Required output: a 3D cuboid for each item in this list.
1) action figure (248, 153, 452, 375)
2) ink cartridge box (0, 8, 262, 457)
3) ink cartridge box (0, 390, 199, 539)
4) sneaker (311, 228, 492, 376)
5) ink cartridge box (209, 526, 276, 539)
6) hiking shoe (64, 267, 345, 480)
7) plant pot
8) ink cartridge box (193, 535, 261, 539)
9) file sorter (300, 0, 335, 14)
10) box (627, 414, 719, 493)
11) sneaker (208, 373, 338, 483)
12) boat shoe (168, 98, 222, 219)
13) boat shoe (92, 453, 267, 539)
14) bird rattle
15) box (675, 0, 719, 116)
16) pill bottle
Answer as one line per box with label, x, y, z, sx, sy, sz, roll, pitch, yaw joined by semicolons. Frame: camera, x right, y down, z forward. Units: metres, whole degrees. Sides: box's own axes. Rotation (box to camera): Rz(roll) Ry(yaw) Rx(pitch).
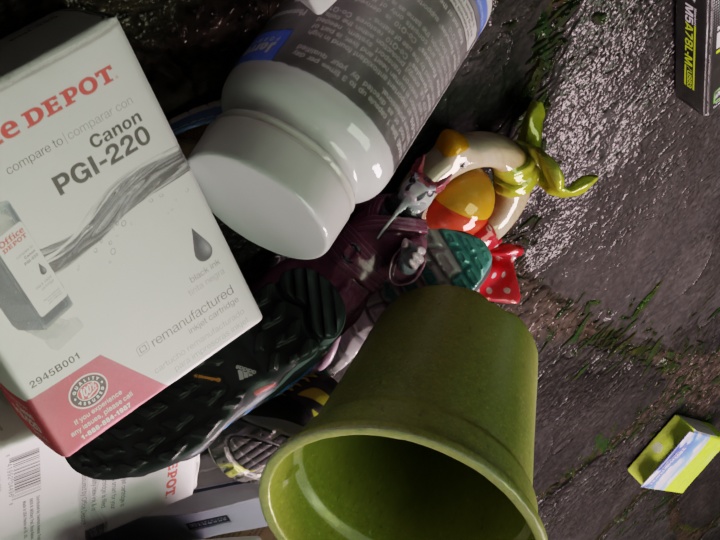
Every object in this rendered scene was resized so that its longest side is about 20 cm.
action figure;0.000;0.000;0.855;0.200;0.134;0.149;-43;148;3
ink cartridge box;-0.164;-0.023;0.622;0.146;0.085;0.200;-36;118;-22
ink cartridge box;-0.218;0.126;0.804;0.200;0.084;0.145;-18;139;-32
sneaker;0.033;0.021;0.944;0.200;0.078;0.091;-29;169;32
ink cartridge box;-0.103;0.289;1.033;0.075;0.165;0.200;3;126;-51
hiking shoe;-0.094;0.078;0.728;0.200;0.075;0.087;-29;164;-6
plant pot;0.051;0.116;0.817;0.184;0.200;0.201;-66;169;-46
ink cartridge box;-0.173;0.259;0.883;0.146;0.083;0.200;3;163;-27
file sorter;-0.009;-0.261;0.554;0.200;0.139;0.125;-43;145;-2
box;0.506;0.295;1.802;0.122;0.048;0.200;-53;146;12
sneaker;-0.055;0.121;0.896;0.074;0.085;0.200;-29;149;24
boat shoe;-0.077;-0.072;0.746;0.200;0.072;0.072;-35;147;-13
boat shoe;-0.152;0.174;0.940;0.201;0.086;0.075;-12;142;4
bird rattle;0.094;-0.057;0.962;0.163;0.113;0.200;9;134;-38
box;0.376;-0.268;1.042;0.200;0.048;0.193;-38;149;-10
pill bottle;-0.012;-0.112;0.674;0.200;0.113;0.114;-59;153;-24
